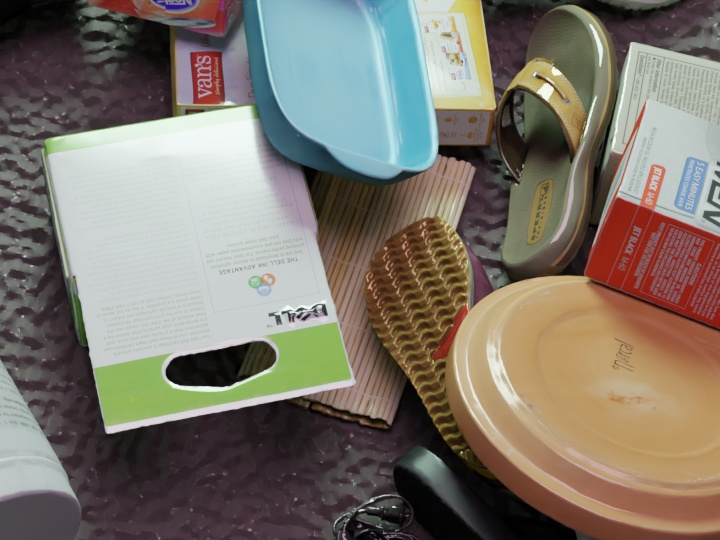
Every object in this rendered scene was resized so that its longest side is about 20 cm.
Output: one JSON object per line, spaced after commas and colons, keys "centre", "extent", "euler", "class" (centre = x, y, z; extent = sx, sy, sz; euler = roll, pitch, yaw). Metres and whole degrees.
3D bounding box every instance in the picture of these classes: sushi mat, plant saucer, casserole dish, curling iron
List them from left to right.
{"centre": [-0.018, -0.127, 1.473], "extent": [0.120, 0.039, 0.201], "euler": [16, 49, -31], "class": "casserole dish"}
{"centre": [0.000, 0.000, 1.492], "extent": [0.095, 0.012, 0.201], "euler": [17, 56, 3], "class": "sushi mat"}
{"centre": [0.065, 0.193, 1.364], "extent": [0.200, 0.026, 0.050], "euler": [39, 65, 17], "class": "curling iron"}
{"centre": [0.144, 0.069, 1.335], "extent": [0.199, 0.032, 0.201], "euler": [13, 37, -10], "class": "plant saucer"}

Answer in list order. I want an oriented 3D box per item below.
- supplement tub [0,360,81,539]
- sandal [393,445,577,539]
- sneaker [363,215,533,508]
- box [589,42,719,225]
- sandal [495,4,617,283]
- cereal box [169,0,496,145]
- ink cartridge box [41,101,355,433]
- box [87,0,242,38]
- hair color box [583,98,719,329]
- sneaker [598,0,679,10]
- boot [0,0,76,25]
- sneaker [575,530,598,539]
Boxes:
{"centre": [-0.250, 0.080, 1.336], "extent": [0.131, 0.132, 0.201], "euler": [-24, 62, -21], "class": "supplement tub"}
{"centre": [0.100, 0.161, 1.360], "extent": [0.048, 0.076, 0.200], "euler": [-38, 68, -20], "class": "sandal"}
{"centre": [0.065, 0.057, 1.430], "extent": [0.075, 0.090, 0.201], "euler": [-32, 46, 10], "class": "sneaker"}
{"centre": [0.248, -0.062, 1.525], "extent": [0.198, 0.078, 0.095], "euler": [15, 55, 2], "class": "box"}
{"centre": [0.110, -0.085, 1.518], "extent": [0.054, 0.080, 0.201], "euler": [28, 56, -27], "class": "sandal"}
{"centre": [-0.020, -0.141, 1.559], "extent": [0.198, 0.040, 0.145], "euler": [1, 49, -6], "class": "cereal box"}
{"centre": [-0.094, 0.012, 1.425], "extent": [0.147, 0.076, 0.201], "euler": [-10, 58, -8], "class": "ink cartridge box"}
{"centre": [-0.093, -0.247, 1.554], "extent": [0.094, 0.103, 0.201], "euler": [14, 42, 10], "class": "box"}
{"centre": [0.236, -0.013, 1.400], "extent": [0.199, 0.064, 0.111], "euler": [22, 37, 1], "class": "hair color box"}
{"centre": [0.157, -0.224, 1.598], "extent": [0.199, 0.088, 0.076], "euler": [-2, 51, -28], "class": "sneaker"}
{"centre": [-0.233, -0.153, 1.522], "extent": [0.157, 0.080, 0.212], "euler": [-10, 58, -14], "class": "boot"}
{"centre": [0.202, 0.163, 1.349], "extent": [0.199, 0.077, 0.081], "euler": [26, 25, -27], "class": "sneaker"}
